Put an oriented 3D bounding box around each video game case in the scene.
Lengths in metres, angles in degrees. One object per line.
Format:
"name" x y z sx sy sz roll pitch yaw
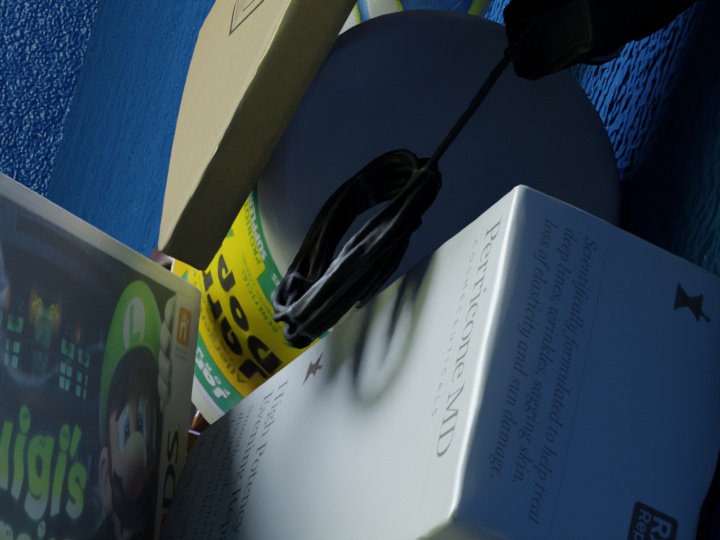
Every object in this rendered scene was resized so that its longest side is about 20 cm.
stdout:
"video game case" -0.089 0.076 0.745 0.200 0.023 0.182 36 -123 -72

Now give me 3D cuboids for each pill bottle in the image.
"pill bottle" 0.000 0.000 0.876 0.200 0.113 0.113 136 148 -68

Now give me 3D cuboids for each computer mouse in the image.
"computer mouse" 0.047 -0.047 0.741 0.200 0.034 0.059 -47 20 -19

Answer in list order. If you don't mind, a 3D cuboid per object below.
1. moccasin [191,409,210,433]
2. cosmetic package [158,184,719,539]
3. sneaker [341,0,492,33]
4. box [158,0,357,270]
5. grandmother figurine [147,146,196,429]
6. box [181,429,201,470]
"moccasin" -0.022 -0.023 1.093 0.074 0.078 0.202 -138 64 -80
"cosmetic package" 0.013 0.067 0.732 0.200 0.074 0.102 -41 29 53
"sneaker" 0.028 -0.146 0.909 0.200 0.076 0.105 -62 -4 -16
"box" -0.001 -0.116 0.769 0.200 0.021 0.164 -59 11 25
"grandmother figurine" -0.071 0.019 1.037 0.121 0.060 0.200 -84 19 -53
"box" -0.086 0.145 0.851 0.039 0.137 0.200 143 144 -75
